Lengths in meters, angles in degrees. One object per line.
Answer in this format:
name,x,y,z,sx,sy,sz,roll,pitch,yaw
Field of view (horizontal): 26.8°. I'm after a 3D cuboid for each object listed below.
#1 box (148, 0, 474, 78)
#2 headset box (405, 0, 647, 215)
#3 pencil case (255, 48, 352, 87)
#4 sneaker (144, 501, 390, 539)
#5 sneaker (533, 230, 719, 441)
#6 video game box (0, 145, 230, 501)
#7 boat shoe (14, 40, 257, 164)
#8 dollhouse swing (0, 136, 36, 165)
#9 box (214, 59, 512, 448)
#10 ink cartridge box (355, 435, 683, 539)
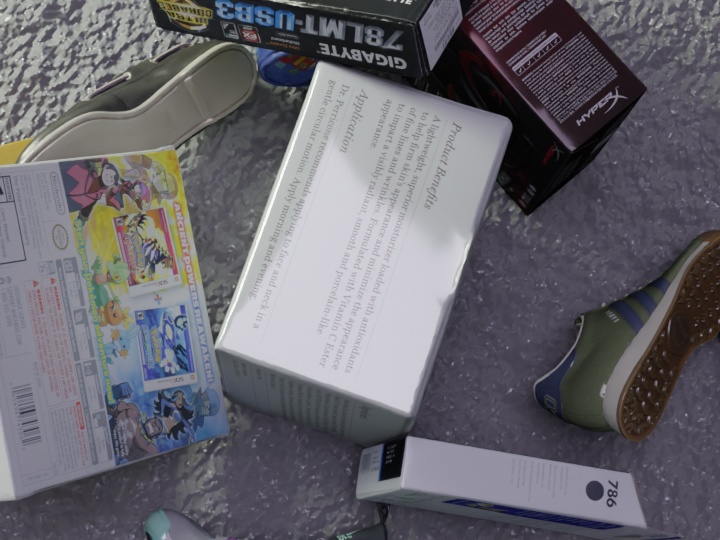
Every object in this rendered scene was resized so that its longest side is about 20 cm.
box,-0.008,-0.219,0.974,0.199,0.050,0.199,13,52,24
headset box,0.092,-0.153,1.064,0.075,0.149,0.200,-39,83,-14
pencil case,-0.043,-0.236,1.111,0.086,0.078,0.202,2,75,-29
sneaker,-0.036,0.195,1.015,0.200,0.078,0.140,43,76,-4
sneaker,0.192,0.037,1.066,0.200,0.089,0.067,-49,127,-35
video game box,-0.177,0.028,0.967,0.182,0.047,0.202,-11,90,-47
boat shoe,-0.163,-0.103,1.067,0.199,0.057,0.067,-34,119,-23
dollhouse swing,-0.268,0.024,1.055,0.181,0.175,0.201,-36,79,31
box,0.000,0.000,0.995,0.130,0.200,0.200,19,76,2
ink cartridge box,0.105,0.147,1.001,0.199,0.099,0.039,13,74,-15
